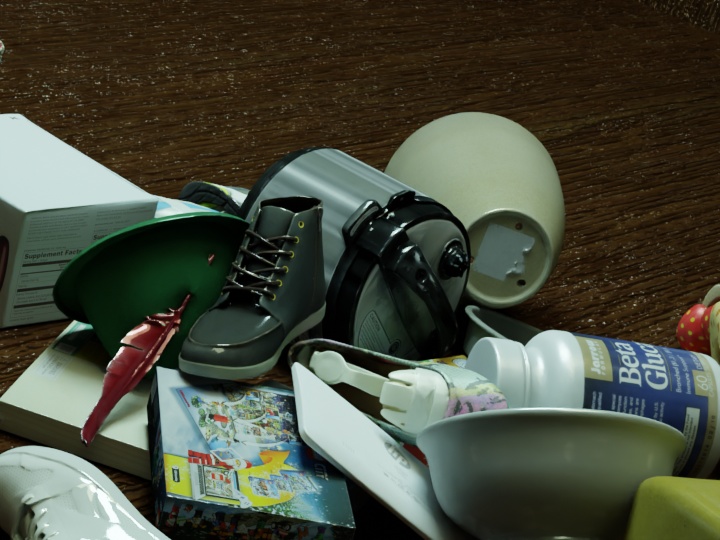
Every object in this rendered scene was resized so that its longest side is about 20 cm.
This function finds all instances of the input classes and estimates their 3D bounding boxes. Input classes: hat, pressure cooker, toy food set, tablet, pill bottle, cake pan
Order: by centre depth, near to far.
[{"bbox_3d":[0.026,0.153,1.612,0.200,0.014,0.130,41,13,-18],"label":"tablet"},{"bbox_3d":[-0.149,0.071,1.695,0.199,0.166,0.177,-14,63,-16],"label":"hat"},{"bbox_3d":[0.186,0.108,1.720,0.199,0.111,0.111,9,21,-18],"label":"pill bottle"},{"bbox_3d":[0.306,0.112,1.816,0.048,0.199,0.200,-3,11,-8],"label":"toy food set"},{"bbox_3d":[0.002,-0.003,1.896,0.200,0.179,0.176,29,21,33],"label":"pressure cooker"},{"bbox_3d":[0.177,0.092,1.919,0.200,0.037,0.200,25,8,-4],"label":"cake pan"}]

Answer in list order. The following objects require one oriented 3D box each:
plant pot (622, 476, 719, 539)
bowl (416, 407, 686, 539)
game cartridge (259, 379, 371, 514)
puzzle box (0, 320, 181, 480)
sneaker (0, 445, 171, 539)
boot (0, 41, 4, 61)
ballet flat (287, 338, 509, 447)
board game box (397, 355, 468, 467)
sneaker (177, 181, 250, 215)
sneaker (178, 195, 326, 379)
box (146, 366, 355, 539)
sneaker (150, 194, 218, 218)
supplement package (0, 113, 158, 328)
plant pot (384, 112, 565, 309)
[{"bbox_3d":[0.270,0.237,1.467,0.195,0.195,0.200,6,16,-26],"label":"plant pot"},{"bbox_3d":[0.140,0.167,1.578,0.200,0.091,0.201,2,-18,1],"label":"bowl"},{"bbox_3d":[-0.053,0.147,1.671,0.133,0.041,0.200,25,22,13],"label":"game cartridge"},{"bbox_3d":[-0.196,0.099,1.700,0.133,0.026,0.200,18,20,5],"label":"puzzle box"},{"bbox_3d":[-0.202,0.182,1.405,0.200,0.074,0.115,29,21,29],"label":"sneaker"},{"bbox_3d":[-0.420,-0.178,2.077,0.073,0.151,0.200,-5,28,-44],"label":"boot"},{"bbox_3d":[0.020,0.094,1.670,0.199,0.069,0.071,15,-7,38],"label":"ballet flat"},{"bbox_3d":[0.100,0.139,1.795,0.153,0.040,0.200,-6,29,-46],"label":"board game box"},{"bbox_3d":[-0.080,-0.040,2.093,0.199,0.074,0.081,26,19,22],"label":"sneaker"},{"bbox_3d":[-0.086,0.010,1.678,0.074,0.107,0.200,10,22,18],"label":"sneaker"},{"bbox_3d":[-0.084,0.141,1.557,0.136,0.038,0.200,12,22,-12],"label":"box"},{"bbox_3d":[-0.201,-0.037,2.002,0.199,0.077,0.081,19,11,-9],"label":"sneaker"},{"bbox_3d":[-0.308,-0.048,1.881,0.200,0.111,0.155,30,24,35],"label":"supplement package"},{"bbox_3d":[0.119,-0.039,2.035,0.186,0.188,0.200,13,14,-9],"label":"plant pot"}]
